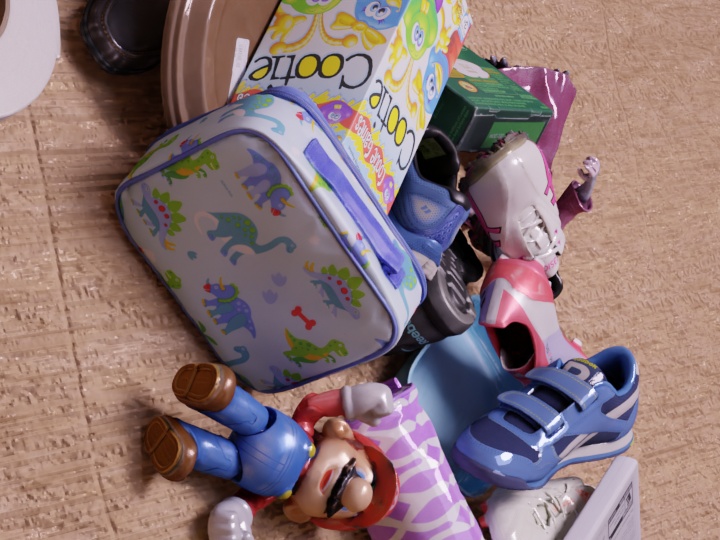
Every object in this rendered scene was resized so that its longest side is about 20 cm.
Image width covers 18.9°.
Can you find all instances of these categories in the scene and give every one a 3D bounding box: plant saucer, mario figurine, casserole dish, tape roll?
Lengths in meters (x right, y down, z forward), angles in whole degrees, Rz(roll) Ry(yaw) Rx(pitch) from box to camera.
[{"bbox_3d":[-0.083,-0.162,1.572,0.200,0.029,0.201,-39,135,-55],"label":"plant saucer"},{"bbox_3d":[-0.042,0.131,1.473,0.199,0.123,0.107,25,40,-40],"label":"mario figurine"},{"bbox_3d":[0.079,0.102,1.722,0.122,0.039,0.200,59,34,-12],"label":"casserole dish"},{"bbox_3d":[-0.278,-0.184,1.396,0.202,0.037,0.204,31,48,-41],"label":"tape roll"}]

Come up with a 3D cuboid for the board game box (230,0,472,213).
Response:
[{"bbox_3d":[-0.008,-0.145,1.584,0.201,0.104,0.103,-66,152,-28],"label":"board game box"}]

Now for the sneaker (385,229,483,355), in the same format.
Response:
[{"bbox_3d":[0.046,0.007,1.707,0.076,0.079,0.200,53,17,-12],"label":"sneaker"}]

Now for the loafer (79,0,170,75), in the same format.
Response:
[{"bbox_3d":[-0.132,-0.200,1.572,0.073,0.072,0.200,59,35,-11],"label":"loafer"}]

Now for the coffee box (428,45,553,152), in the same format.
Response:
[{"bbox_3d":[0.047,-0.163,1.730,0.200,0.044,0.123,40,23,27],"label":"coffee box"}]

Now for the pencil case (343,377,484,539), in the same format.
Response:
[{"bbox_3d":[0.049,0.183,1.593,0.085,0.084,0.201,-30,95,-54],"label":"pencil case"}]

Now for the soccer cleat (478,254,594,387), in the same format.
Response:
[{"bbox_3d":[0.141,0.072,1.720,0.077,0.066,0.200,-63,142,-33],"label":"soccer cleat"}]

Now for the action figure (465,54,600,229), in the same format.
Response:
[{"bbox_3d":[0.131,-0.079,1.876,0.149,0.133,0.202,117,-27,-80],"label":"action figure"}]

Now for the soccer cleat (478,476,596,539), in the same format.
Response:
[{"bbox_3d":[0.148,0.192,1.692,0.200,0.077,0.070,-3,74,-72],"label":"soccer cleat"}]

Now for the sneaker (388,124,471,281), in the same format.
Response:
[{"bbox_3d":[0.034,-0.077,1.652,0.078,0.089,0.200,33,15,-38],"label":"sneaker"}]

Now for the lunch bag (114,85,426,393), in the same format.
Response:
[{"bbox_3d":[-0.057,-0.019,1.495,0.200,0.160,0.083,54,37,-17],"label":"lunch bag"}]

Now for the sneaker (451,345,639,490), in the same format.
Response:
[{"bbox_3d":[0.143,0.109,1.650,0.074,0.083,0.199,32,31,31],"label":"sneaker"}]

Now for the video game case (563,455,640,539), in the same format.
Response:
[{"bbox_3d":[0.173,0.273,1.675,0.200,0.023,0.183,-49,141,-46],"label":"video game case"}]

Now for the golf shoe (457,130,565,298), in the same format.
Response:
[{"bbox_3d":[0.131,-0.042,1.704,0.092,0.072,0.200,49,-7,21],"label":"golf shoe"}]
